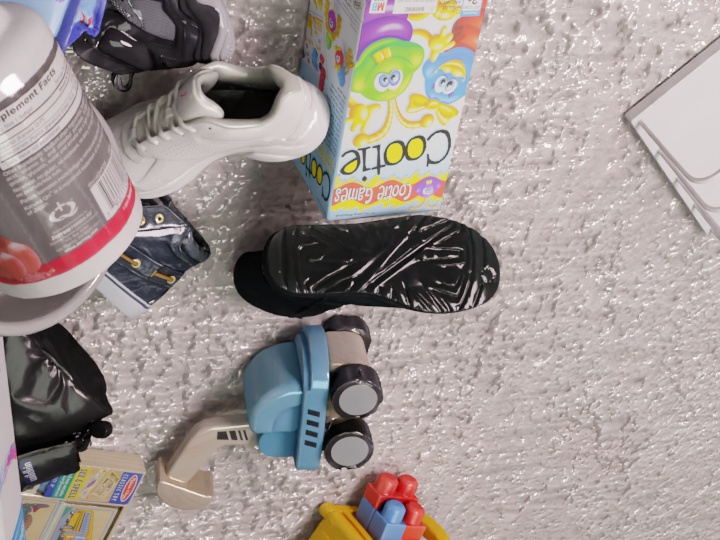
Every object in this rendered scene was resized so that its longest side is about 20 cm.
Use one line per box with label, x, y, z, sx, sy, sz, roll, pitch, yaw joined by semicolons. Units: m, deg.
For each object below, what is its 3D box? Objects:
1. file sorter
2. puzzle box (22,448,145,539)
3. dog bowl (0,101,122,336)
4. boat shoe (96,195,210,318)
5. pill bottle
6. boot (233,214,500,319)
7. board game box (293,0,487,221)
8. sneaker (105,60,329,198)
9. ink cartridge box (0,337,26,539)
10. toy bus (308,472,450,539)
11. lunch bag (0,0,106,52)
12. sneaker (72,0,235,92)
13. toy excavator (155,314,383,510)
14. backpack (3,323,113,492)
file sorter;0.366;-0.097;1.259;0.138;0.125;0.200;-38;134;9
puzzle box;-0.302;0.249;1.303;0.132;0.026;0.201;11;122;-32
dog bowl;-0.245;-0.047;0.939;0.199;0.058;0.203;-17;113;-47
boat shoe;-0.201;-0.043;1.080;0.091;0.071;0.200;-37;143;4
pill bottle;-0.220;-0.090;0.823;0.110;0.111;0.201;-26;126;-3
boot;0.000;0.000;1.141;0.198;0.168;0.077;2;85;-12
board game box;0.018;-0.153;1.063;0.102;0.105;0.202;-6;130;-22
sneaker;-0.127;-0.116;1.013;0.198;0.079;0.099;-16;161;7
ink cartridge box;-0.331;0.144;1.008;0.143;0.085;0.202;-1;113;-3
toy bus;0.034;0.313;1.457;0.199;0.136;0.194;16;104;-36
lunch bag;-0.213;-0.263;0.855;0.149;0.094;0.202;22;108;-3
sneaker;-0.167;-0.210;0.949;0.113;0.076;0.201;-25;133;-3
toy excavator;-0.090;0.138;1.276;0.197;0.100;0.196;2;126;-10
backpack;-0.321;0.113;1.110;0.199;0.127;0.167;-36;113;8
